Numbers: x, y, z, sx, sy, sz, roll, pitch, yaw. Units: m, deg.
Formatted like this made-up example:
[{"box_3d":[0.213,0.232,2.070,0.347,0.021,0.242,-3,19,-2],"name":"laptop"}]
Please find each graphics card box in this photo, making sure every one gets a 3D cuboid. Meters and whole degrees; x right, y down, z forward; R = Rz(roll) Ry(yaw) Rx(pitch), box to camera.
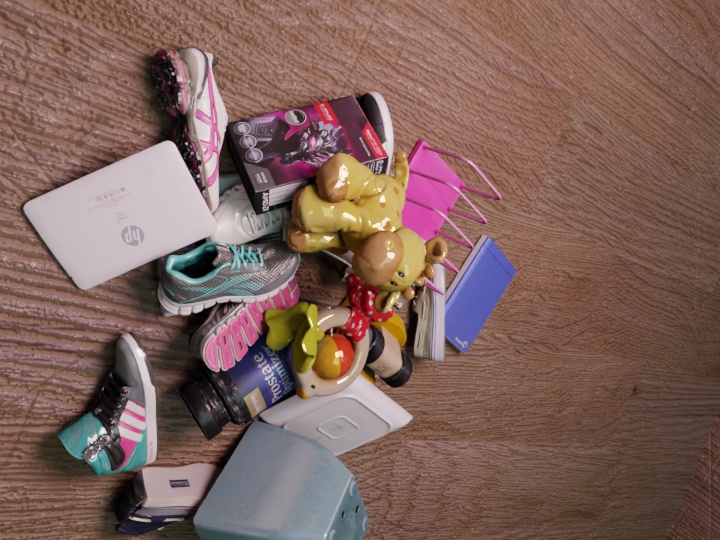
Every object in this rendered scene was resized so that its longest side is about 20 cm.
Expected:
[{"box_3d":[-0.072,-0.161,0.847,0.194,0.128,0.051,-18,152,-19],"name":"graphics card box"}]

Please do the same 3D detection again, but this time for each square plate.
[{"box_3d":[-0.037,0.253,1.046,0.195,0.029,0.200,-29,132,21],"name":"square plate"}]

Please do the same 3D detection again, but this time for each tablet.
[{"box_3d":[-0.287,-0.063,0.760,0.194,0.014,0.133,-22,123,2],"name":"tablet"}]

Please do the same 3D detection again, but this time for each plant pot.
[{"box_3d":[-0.101,0.383,0.964,0.197,0.194,0.201,-57,139,-47],"name":"plant pot"}]

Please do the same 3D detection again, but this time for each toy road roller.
[{"box_3d":[-0.014,0.129,1.049,0.196,0.149,0.123,-29,133,22],"name":"toy road roller"}]

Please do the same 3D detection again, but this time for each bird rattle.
[{"box_3d":[-0.040,0.095,0.897,0.196,0.111,0.169,-18,118,-40],"name":"bird rattle"}]

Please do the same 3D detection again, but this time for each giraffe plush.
[{"box_3d":[0.019,-0.039,0.814,0.195,0.165,0.174,-15,153,-30],"name":"giraffe plush"}]

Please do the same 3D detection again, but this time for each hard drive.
[{"box_3d":[0.225,0.050,1.241,0.131,0.025,0.203,38,83,-40],"name":"hard drive"}]

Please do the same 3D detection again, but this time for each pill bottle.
[{"box_3d":[-0.164,0.155,0.929,0.198,0.111,0.114,-34,125,-22],"name":"pill bottle"}]

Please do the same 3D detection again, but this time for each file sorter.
[{"box_3d":[0.123,-0.083,1.046,0.138,0.124,0.204,34,86,-40],"name":"file sorter"}]

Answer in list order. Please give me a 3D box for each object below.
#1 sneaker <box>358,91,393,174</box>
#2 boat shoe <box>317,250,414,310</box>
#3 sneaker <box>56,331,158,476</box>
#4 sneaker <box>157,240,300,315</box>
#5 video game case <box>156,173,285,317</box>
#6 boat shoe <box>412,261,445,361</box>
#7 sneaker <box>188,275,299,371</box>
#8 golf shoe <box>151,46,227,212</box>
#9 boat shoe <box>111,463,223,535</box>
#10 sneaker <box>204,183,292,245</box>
[{"box_3d":[-0.012,-0.160,0.946,0.109,0.073,0.207,-14,116,-31],"name":"sneaker"},{"box_3d":[0.001,0.000,0.998,0.198,0.072,0.062,27,86,-24],"name":"boat shoe"},{"box_3d":[-0.341,0.190,0.832,0.119,0.082,0.207,-17,119,-41],"name":"sneaker"},{"box_3d":[-0.169,-0.002,0.817,0.194,0.079,0.092,-18,155,-19],"name":"sneaker"},{"box_3d":[-0.192,-0.042,0.888,0.195,0.023,0.188,-12,114,-35],"name":"video game case"},{"box_3d":[0.125,0.068,1.146,0.072,0.060,0.208,-37,127,-77],"name":"boat shoe"},{"box_3d":[-0.169,0.062,0.893,0.200,0.086,0.075,-45,126,-37],"name":"sneaker"},{"box_3d":[-0.197,-0.174,0.791,0.091,0.071,0.207,-22,115,-45],"name":"golf shoe"},{"box_3d":[-0.283,0.352,0.955,0.093,0.076,0.198,-45,139,17],"name":"boat shoe"},{"box_3d":[-0.123,-0.086,0.859,0.197,0.080,0.077,-31,126,-23],"name":"sneaker"}]
